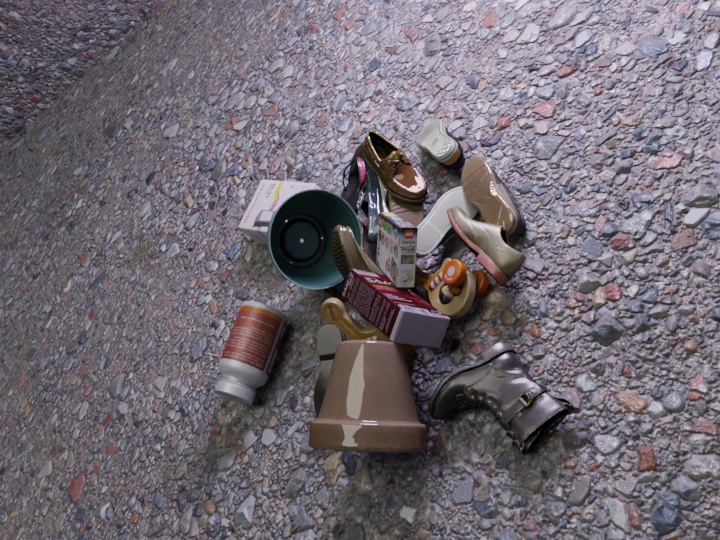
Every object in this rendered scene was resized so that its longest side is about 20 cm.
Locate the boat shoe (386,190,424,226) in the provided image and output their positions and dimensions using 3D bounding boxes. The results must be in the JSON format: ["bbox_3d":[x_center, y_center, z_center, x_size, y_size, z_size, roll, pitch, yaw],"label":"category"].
[{"bbox_3d":[0.093,-0.149,1.429,0.072,0.063,0.202,-12,54,0],"label":"boat shoe"}]

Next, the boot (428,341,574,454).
[{"bbox_3d":[0.218,0.223,1.069,0.199,0.069,0.175,-40,44,8],"label":"boot"}]

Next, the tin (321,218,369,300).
[{"bbox_3d":[-0.032,-0.029,1.458,0.111,0.042,0.202,-23,51,31],"label":"tin"}]

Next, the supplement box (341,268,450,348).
[{"bbox_3d":[0.059,0.066,1.203,0.200,0.108,0.062,36,110,54],"label":"supplement box"}]

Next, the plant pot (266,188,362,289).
[{"bbox_3d":[-0.111,-0.064,1.403,0.202,0.199,0.134,-59,19,-10],"label":"plant pot"}]

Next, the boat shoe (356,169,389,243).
[{"bbox_3d":[0.026,-0.140,1.455,0.061,0.075,0.202,-9,59,-3],"label":"boat shoe"}]

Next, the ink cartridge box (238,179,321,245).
[{"bbox_3d":[-0.183,-0.135,1.615,0.198,0.086,0.149,11,70,41],"label":"ink cartridge box"}]

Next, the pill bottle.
[{"bbox_3d":[-0.238,0.178,1.433,0.111,0.112,0.202,1,63,39],"label":"pill bottle"}]

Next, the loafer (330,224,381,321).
[{"bbox_3d":[0.000,0.000,1.336,0.067,0.202,0.076,-23,8,-23],"label":"loafer"}]

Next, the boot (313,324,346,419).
[{"bbox_3d":[-0.047,0.210,1.301,0.073,0.075,0.203,-2,78,17],"label":"boot"}]

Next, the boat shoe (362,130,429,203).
[{"bbox_3d":[0.068,-0.218,1.399,0.072,0.068,0.200,-34,58,-19],"label":"boat shoe"}]

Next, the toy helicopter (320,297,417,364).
[{"bbox_3d":[0.000,0.134,1.242,0.132,0.200,0.079,-48,0,28],"label":"toy helicopter"}]

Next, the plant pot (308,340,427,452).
[{"bbox_3d":[0.016,0.210,1.118,0.198,0.199,0.177,-6,76,36],"label":"plant pot"}]

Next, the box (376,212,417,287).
[{"bbox_3d":[0.067,-0.044,1.282,0.200,0.034,0.112,-125,37,-74],"label":"box"}]

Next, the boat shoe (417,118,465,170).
[{"bbox_3d":[0.174,-0.269,1.434,0.075,0.062,0.201,-44,29,13],"label":"boat shoe"}]

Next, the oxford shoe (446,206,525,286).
[{"bbox_3d":[0.228,-0.059,1.211,0.075,0.070,0.201,-42,52,11],"label":"oxford shoe"}]

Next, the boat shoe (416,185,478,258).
[{"bbox_3d":[0.160,-0.094,1.311,0.200,0.073,0.062,-43,-2,-22],"label":"boat shoe"}]

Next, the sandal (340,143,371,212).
[{"bbox_3d":[-0.013,-0.217,1.559,0.074,0.045,0.202,-2,62,38],"label":"sandal"}]

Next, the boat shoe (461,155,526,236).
[{"bbox_3d":[0.256,-0.138,1.279,0.072,0.064,0.201,-47,44,26],"label":"boat shoe"}]

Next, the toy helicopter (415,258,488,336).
[{"bbox_3d":[0.139,0.038,1.259,0.199,0.078,0.134,25,93,55],"label":"toy helicopter"}]
